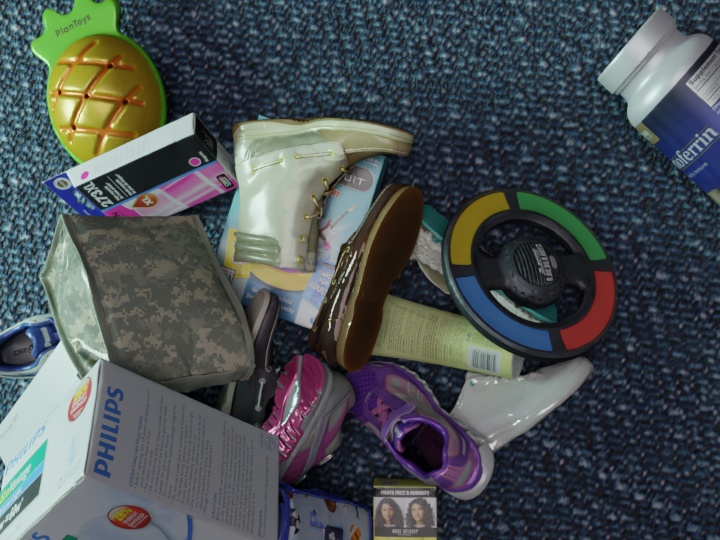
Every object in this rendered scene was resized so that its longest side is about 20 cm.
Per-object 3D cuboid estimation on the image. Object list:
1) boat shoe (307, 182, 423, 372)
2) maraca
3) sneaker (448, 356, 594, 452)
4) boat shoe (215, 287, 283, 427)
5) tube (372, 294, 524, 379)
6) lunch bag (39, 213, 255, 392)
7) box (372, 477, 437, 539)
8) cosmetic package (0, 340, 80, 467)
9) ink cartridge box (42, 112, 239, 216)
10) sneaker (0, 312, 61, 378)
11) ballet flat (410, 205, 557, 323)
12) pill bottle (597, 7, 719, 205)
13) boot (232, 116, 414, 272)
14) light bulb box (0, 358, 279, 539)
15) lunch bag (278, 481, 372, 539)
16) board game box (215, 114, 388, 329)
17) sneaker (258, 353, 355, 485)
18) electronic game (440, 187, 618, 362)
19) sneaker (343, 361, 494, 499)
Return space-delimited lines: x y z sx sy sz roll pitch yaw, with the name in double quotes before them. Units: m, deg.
"boat shoe" 0.000 0.000 1.025 0.070 0.070 0.203 24 90 41
"maraca" -0.287 -0.204 1.080 0.135 0.107 0.203 -24 87 6
"sneaker" 0.152 0.136 1.056 0.198 0.075 0.089 -35 75 6
"boat shoe" -0.112 0.113 1.070 0.062 0.073 0.203 13 112 -15
"tube" 0.079 0.069 1.062 0.196 0.052 0.059 10 51 24
"lunch bag" -0.214 0.047 1.002 0.202 0.162 0.118 59 134 32
"box" 0.049 0.331 1.073 0.074 0.050 0.205 0 90 5
"cosmetic package" -0.305 0.179 1.059 0.200 0.051 0.152 -47 70 27
"ink cartridge box" -0.236 -0.095 1.065 0.197 0.095 0.038 -19 52 18
"sneaker" -0.326 0.076 1.096 0.197 0.088 0.077 -24 86 4
"ballet flat" 0.122 0.009 1.066 0.199 0.072 0.072 40 94 7
"pill bottle" 0.347 -0.166 1.008 0.200 0.116 0.116 43 94 5
"boot" -0.041 -0.077 1.021 0.196 0.072 0.158 1 89 16
"light bulb box" -0.209 0.216 0.917 0.198 0.126 0.198 29 126 -29
"lunch bag" -0.081 0.321 1.018 0.123 0.169 0.202 29 90 38
"board game box" -0.070 -0.049 1.087 0.148 0.047 0.204 18 92 6
"sneaker" -0.068 0.186 1.047 0.202 0.087 0.082 -56 45 16
"electronic game" 0.176 0.001 1.017 0.196 0.042 0.203 9 57 -14
"sneaker" 0.046 0.159 1.028 0.199 0.088 0.081 36 102 34
